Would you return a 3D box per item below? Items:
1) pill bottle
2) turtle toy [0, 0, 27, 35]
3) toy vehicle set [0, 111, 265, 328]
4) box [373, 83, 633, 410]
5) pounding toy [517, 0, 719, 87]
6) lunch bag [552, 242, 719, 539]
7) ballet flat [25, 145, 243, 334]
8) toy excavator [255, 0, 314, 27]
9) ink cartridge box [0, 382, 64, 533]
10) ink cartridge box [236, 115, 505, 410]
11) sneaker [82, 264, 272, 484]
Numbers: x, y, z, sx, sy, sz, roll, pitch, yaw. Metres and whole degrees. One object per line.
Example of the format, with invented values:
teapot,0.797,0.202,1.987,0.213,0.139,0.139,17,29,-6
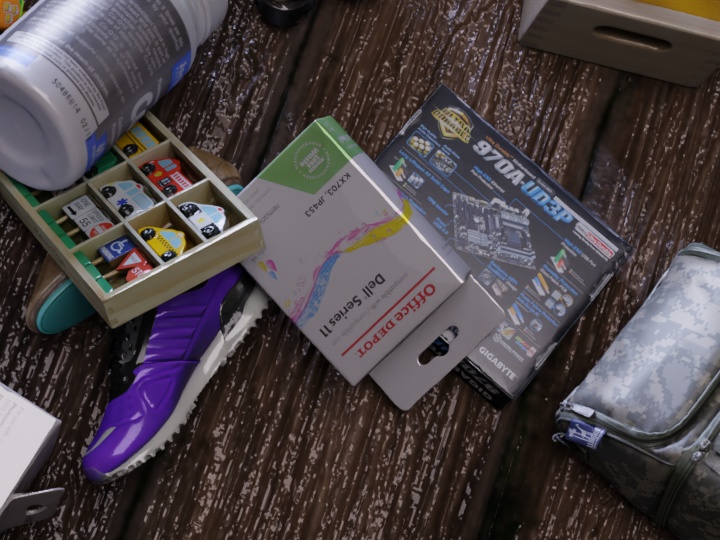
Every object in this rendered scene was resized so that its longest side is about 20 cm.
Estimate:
pill bottle,-0.191,-0.160,1.618,0.114,0.114,0.200,40,56,1
turtle toy,-0.316,-0.230,1.633,0.145,0.101,0.202,-12,78,-15
toy vehicle set,-0.169,-0.045,1.586,0.124,0.027,0.200,-29,41,-16
box,0.084,-0.019,1.687,0.200,0.046,0.159,40,71,2
pounding toy,0.248,-0.263,1.739,0.198,0.142,0.186,13,73,-8
lunch bag,0.258,0.094,1.651,0.167,0.140,0.200,33,69,16
ballet flat,-0.178,-0.030,1.632,0.199,0.068,0.072,-36,64,-19
toy excavator,-0.088,-0.294,1.715,0.193,0.100,0.201,-20,66,-15
ink cartridge box,-0.304,0.127,1.522,0.199,0.129,0.126,33,71,-1
ink cartridge box,0.000,0.000,1.609,0.117,0.067,0.200,-43,89,9
sneaker,-0.156,0.059,1.595,0.099,0.069,0.201,43,61,-12
